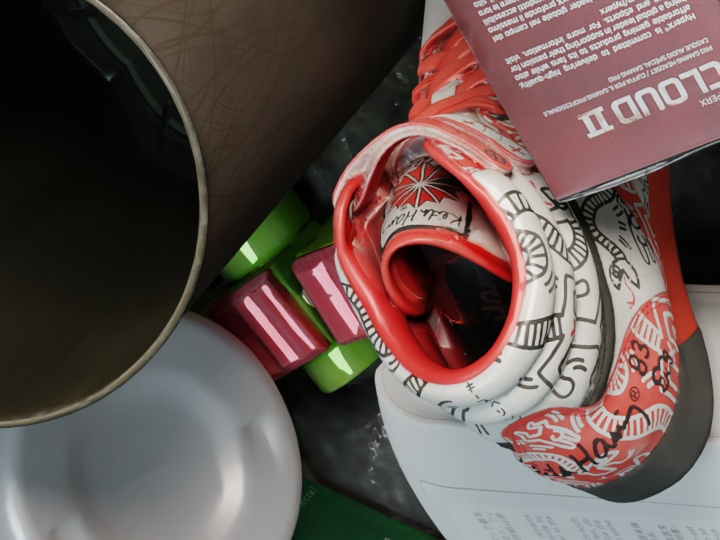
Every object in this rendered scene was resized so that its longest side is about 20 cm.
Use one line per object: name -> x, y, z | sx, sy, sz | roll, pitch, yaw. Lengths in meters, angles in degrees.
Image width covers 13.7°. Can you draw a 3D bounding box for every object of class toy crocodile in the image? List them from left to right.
toy crocodile -> 0.000, 0.000, 1.001 | 0.200, 0.062, 0.068 | -26, 104, 41

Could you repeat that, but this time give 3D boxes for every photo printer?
photo printer -> 0.110, 0.073, 0.944 | 0.200, 0.069, 0.166 | 1, 142, 38

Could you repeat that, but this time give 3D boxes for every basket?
basket -> -0.065, -0.067, 0.902 | 0.136, 0.200, 0.180 | 49, 131, -5

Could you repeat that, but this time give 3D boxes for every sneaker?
sneaker -> 0.037, -0.038, 0.850 | 0.067, 0.202, 0.108 | -28, 147, 27

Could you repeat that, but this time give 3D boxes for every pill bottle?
pill bottle -> -0.115, 0.078, 1.062 | 0.114, 0.114, 0.200 | 56, 150, -12

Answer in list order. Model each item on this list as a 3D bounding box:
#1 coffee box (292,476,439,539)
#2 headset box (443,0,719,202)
coffee box -> 0.024, 0.159, 1.105 | 0.200, 0.044, 0.123 | 25, 130, 15
headset box -> 0.068, -0.126, 0.812 | 0.075, 0.149, 0.200 | -20, 107, 33
